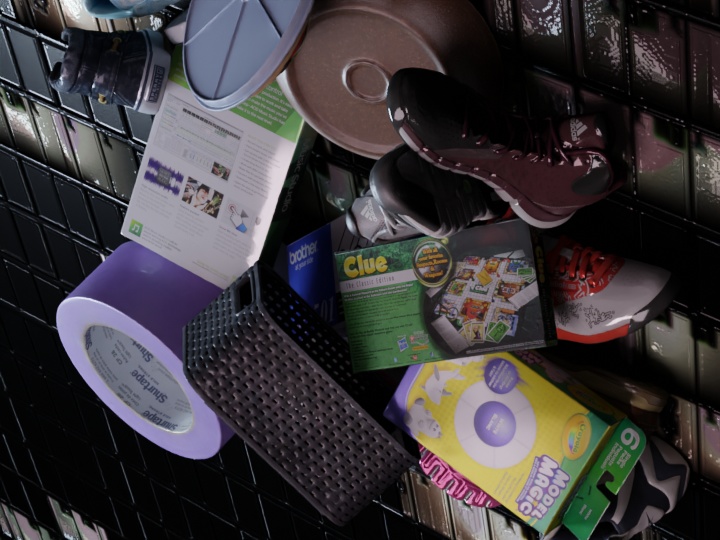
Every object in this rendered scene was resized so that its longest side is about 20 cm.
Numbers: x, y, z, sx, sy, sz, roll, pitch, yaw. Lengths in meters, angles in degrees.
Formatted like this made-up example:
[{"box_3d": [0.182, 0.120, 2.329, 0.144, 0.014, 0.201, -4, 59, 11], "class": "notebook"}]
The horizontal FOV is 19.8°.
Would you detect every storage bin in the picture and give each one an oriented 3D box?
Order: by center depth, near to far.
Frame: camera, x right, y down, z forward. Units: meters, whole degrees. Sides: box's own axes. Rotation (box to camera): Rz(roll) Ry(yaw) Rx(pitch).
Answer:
[{"box_3d": [-0.052, 0.104, 1.761, 0.200, 0.094, 0.135, 46, -169, -18], "class": "storage bin"}]

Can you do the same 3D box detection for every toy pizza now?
[{"box_3d": [-0.073, -0.214, 1.584, 0.032, 0.201, 0.200, 21, 162, -30], "class": "toy pizza"}]

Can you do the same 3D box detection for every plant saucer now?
[{"box_3d": [0.012, -0.156, 1.609, 0.200, 0.037, 0.201, 15, 135, 15], "class": "plant saucer"}]

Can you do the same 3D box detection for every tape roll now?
[{"box_3d": [-0.181, 0.075, 1.918, 0.200, 0.085, 0.200, 31, 148, 22], "class": "tape roll"}]

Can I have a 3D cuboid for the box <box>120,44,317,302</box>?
[{"box_3d": [-0.120, -0.092, 1.805, 0.144, 0.036, 0.200, 28, 114, 21], "class": "box"}]

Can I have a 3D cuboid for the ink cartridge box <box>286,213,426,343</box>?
[{"box_3d": [0.000, 0.000, 1.818, 0.200, 0.044, 0.094, -26, 66, 59], "class": "ink cartridge box"}]

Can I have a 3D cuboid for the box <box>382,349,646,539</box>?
[{"box_3d": [0.127, 0.128, 1.696, 0.200, 0.048, 0.118, 34, 111, 17], "class": "box"}]

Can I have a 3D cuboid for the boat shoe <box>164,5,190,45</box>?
[{"box_3d": [-0.083, -0.193, 1.706, 0.200, 0.071, 0.091, -7, 123, 53], "class": "boat shoe"}]

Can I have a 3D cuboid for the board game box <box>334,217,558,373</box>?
[{"box_3d": [0.067, 0.021, 1.669, 0.200, 0.023, 0.105, -9, 90, 39], "class": "board game box"}]

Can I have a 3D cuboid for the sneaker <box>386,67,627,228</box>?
[{"box_3d": [0.122, -0.108, 1.533, 0.200, 0.076, 0.115, 28, 147, -35], "class": "sneaker"}]

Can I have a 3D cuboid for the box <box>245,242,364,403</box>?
[{"box_3d": [-0.087, 0.075, 1.998, 0.200, 0.106, 0.152, 47, 151, -3], "class": "box"}]

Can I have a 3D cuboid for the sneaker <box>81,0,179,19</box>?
[{"box_3d": [-0.169, -0.248, 1.735, 0.074, 0.082, 0.200, 52, 149, -13], "class": "sneaker"}]

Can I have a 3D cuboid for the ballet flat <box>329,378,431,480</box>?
[{"box_3d": [0.032, 0.142, 1.915, 0.200, 0.057, 0.066, 35, 170, -38], "class": "ballet flat"}]

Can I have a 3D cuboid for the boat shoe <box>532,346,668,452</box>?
[{"box_3d": [0.161, 0.100, 1.739, 0.200, 0.068, 0.072, 21, -175, 34], "class": "boat shoe"}]

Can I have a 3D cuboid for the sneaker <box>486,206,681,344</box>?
[{"box_3d": [0.158, -0.001, 1.646, 0.108, 0.067, 0.201, 53, 152, -17], "class": "sneaker"}]

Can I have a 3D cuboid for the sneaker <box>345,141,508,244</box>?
[{"box_3d": [0.029, -0.049, 1.607, 0.115, 0.200, 0.075, -18, 82, 26], "class": "sneaker"}]

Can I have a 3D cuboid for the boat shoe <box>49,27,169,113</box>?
[{"box_3d": [-0.222, -0.183, 1.795, 0.091, 0.071, 0.200, 15, -175, -13], "class": "boat shoe"}]

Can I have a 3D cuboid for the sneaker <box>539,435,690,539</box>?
[{"box_3d": [0.169, 0.171, 1.777, 0.199, 0.130, 0.080, 36, 148, 17], "class": "sneaker"}]

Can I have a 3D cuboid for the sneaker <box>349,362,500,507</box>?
[{"box_3d": [0.081, 0.123, 1.867, 0.081, 0.088, 0.200, -41, 78, 27], "class": "sneaker"}]
